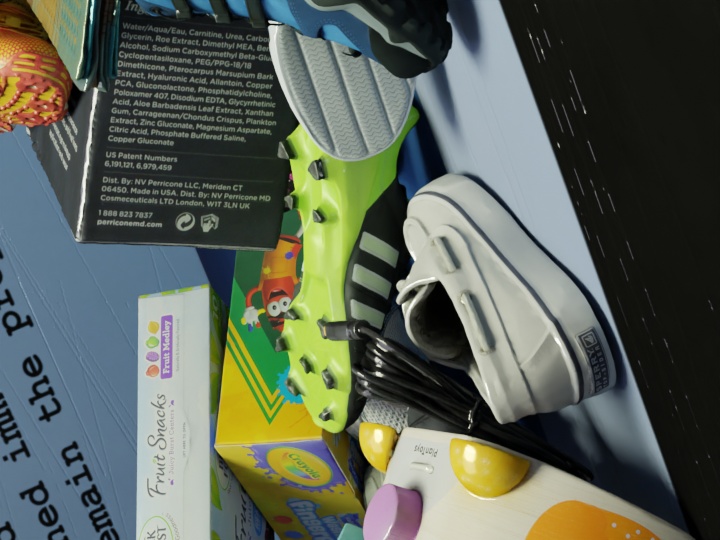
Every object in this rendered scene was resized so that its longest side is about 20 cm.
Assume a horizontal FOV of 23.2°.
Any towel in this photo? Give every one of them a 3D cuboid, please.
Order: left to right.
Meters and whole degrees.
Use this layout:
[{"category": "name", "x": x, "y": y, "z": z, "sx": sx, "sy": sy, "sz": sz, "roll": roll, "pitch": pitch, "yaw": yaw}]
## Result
[{"category": "towel", "x": -0.135, "y": -0.181, "z": 0.865, "sx": 0.200, "sy": 0.022, "sz": 0.147, "roll": -131, "pitch": 51, "yaw": -64}]

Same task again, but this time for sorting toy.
[{"category": "sorting toy", "x": 0.028, "y": 0.171, "z": 0.794, "sx": 0.107, "sy": 0.180, "sz": 0.200, "roll": 32, "pitch": 166, "yaw": -21}]

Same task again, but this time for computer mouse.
[{"category": "computer mouse", "x": 0.033, "y": 0.073, "z": 0.899, "sx": 0.140, "sy": 0.046, "sz": 0.200, "roll": 33, "pitch": 178, "yaw": -6}]

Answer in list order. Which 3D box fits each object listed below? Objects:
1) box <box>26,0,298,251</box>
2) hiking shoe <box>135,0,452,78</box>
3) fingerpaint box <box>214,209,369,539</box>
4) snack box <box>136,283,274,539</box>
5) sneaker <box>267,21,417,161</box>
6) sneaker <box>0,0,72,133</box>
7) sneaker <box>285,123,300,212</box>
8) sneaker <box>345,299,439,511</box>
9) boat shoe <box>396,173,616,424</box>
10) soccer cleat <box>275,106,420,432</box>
[{"category": "box", "x": -0.108, "y": -0.138, "z": 0.976, "sx": 0.197, "sy": 0.117, "sz": 0.201, "roll": -129, "pitch": 45, "yaw": -61}, {"category": "hiking shoe", "x": -0.053, "y": -0.137, "z": 0.744, "sx": 0.200, "sy": 0.087, "sz": 0.075, "roll": 32, "pitch": -141, "yaw": -17}, {"category": "fingerpaint box", "x": -0.026, "y": 0.082, "z": 1.142, "sx": 0.200, "sy": 0.073, "sz": 0.167, "roll": 64, "pitch": -155, "yaw": -56}, {"category": "snack box", "x": -0.095, "y": 0.128, "z": 1.104, "sx": 0.142, "sy": 0.053, "sz": 0.201, "roll": 56, "pitch": -152, "yaw": -63}, {"category": "sneaker", "x": -0.017, "y": -0.153, "z": 0.823, "sx": 0.071, "sy": 0.073, "sz": 0.201, "roll": -111, "pitch": 9, "yaw": -70}, {"category": "sneaker", "x": -0.200, "y": -0.119, "z": 0.960, "sx": 0.200, "sy": 0.073, "sz": 0.077, "roll": 12, "pitch": 88, "yaw": 66}, {"category": "sneaker", "x": -0.037, "y": -0.072, "z": 1.057, "sx": 0.200, "sy": 0.087, "sz": 0.074, "roll": -176, "pitch": 63, "yaw": -80}, {"category": "sneaker", "x": 0.043, "y": 0.090, "z": 1.054, "sx": 0.086, "sy": 0.078, "sz": 0.200, "roll": 8, "pitch": 138, "yaw": 26}, {"category": "boat shoe", "x": 0.050, "y": 0.015, "z": 0.823, "sx": 0.200, "sy": 0.066, "sz": 0.072, "roll": -128, "pitch": 16, "yaw": -58}, {"category": "soccer cleat", "x": 0.000, "y": 0.000, "z": 0.942, "sx": 0.067, "sy": 0.081, "sz": 0.201, "roll": 38, "pitch": 137, "yaw": 41}]
